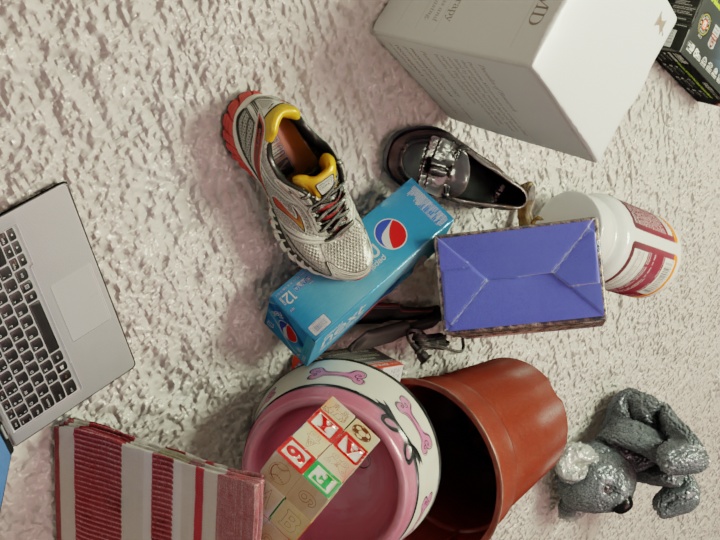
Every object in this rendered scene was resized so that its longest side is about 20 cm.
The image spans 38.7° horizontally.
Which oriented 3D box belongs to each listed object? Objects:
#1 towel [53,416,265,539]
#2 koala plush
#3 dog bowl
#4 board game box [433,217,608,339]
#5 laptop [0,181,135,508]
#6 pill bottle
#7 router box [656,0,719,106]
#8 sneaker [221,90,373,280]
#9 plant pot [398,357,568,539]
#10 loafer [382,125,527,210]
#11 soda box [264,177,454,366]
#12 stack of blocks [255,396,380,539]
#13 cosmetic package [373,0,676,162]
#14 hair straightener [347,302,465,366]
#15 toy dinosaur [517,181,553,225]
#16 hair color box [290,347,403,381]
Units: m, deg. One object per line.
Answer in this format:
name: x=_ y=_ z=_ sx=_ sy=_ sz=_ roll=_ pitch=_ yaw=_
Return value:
towel: x=-0.171 y=0.211 z=0.861 sx=0.023 sy=0.198 sz=0.146 roll=-35 pitch=134 yaw=-62
koala plush: x=0.366 y=0.283 z=1.482 sx=0.198 sy=0.184 sz=0.178 roll=-27 pitch=141 yaw=-9
dog bowl: x=-0.026 y=0.191 z=0.980 sx=0.074 sy=0.198 sz=0.203 roll=-36 pitch=139 yaw=-71
board game box: x=0.170 y=0.014 z=1.060 sx=0.200 sy=0.157 sz=0.098 roll=21 pitch=63 yaw=-77
laptop: x=-0.250 y=0.072 z=0.767 sx=0.199 sy=0.115 sz=0.189 roll=-34 pitch=130 yaw=-30
pill bottle: x=0.310 y=-0.033 z=1.288 sx=0.199 sy=0.114 sz=0.115 roll=13 pitch=99 yaw=-47
router box: x=0.462 y=-0.321 z=1.347 sx=0.199 sy=0.062 sz=0.151 roll=22 pitch=91 yaw=-48
sneaker: x=-0.047 y=-0.066 z=0.908 sx=0.078 sy=0.082 sz=0.201 roll=-46 pitch=121 yaw=-18
plant pot: x=0.127 y=0.195 z=1.162 sx=0.194 sy=0.199 sz=0.203 roll=-16 pitch=119 yaw=-48
loafer: x=0.107 y=-0.104 z=1.087 sx=0.199 sy=0.063 sz=0.073 roll=13 pitch=98 yaw=-47
soda box: x=0.000 y=0.000 z=1.008 sx=0.200 sy=0.064 sz=0.068 roll=-40 pitch=167 yaw=-25
stack of blocks: x=-0.077 y=0.216 z=0.899 sx=0.201 sy=0.058 sz=0.115 roll=-53 pitch=172 yaw=26
cosmetic package: x=0.157 y=-0.234 z=0.978 sx=0.166 sy=0.199 sz=0.169 roll=38 pitch=80 yaw=-47
hair straightener: x=0.053 y=0.075 z=1.113 sx=0.041 sy=0.078 sz=0.199 roll=-40 pitch=154 yaw=28
toy dinosaur: x=0.193 y=0.000 z=1.210 sx=0.060 sy=0.105 sz=0.202 roll=18 pitch=89 yaw=-52
hair color box: x=-0.029 y=0.187 z=1.083 sx=0.110 sy=0.064 sz=0.203 roll=-3 pitch=109 yaw=-43
